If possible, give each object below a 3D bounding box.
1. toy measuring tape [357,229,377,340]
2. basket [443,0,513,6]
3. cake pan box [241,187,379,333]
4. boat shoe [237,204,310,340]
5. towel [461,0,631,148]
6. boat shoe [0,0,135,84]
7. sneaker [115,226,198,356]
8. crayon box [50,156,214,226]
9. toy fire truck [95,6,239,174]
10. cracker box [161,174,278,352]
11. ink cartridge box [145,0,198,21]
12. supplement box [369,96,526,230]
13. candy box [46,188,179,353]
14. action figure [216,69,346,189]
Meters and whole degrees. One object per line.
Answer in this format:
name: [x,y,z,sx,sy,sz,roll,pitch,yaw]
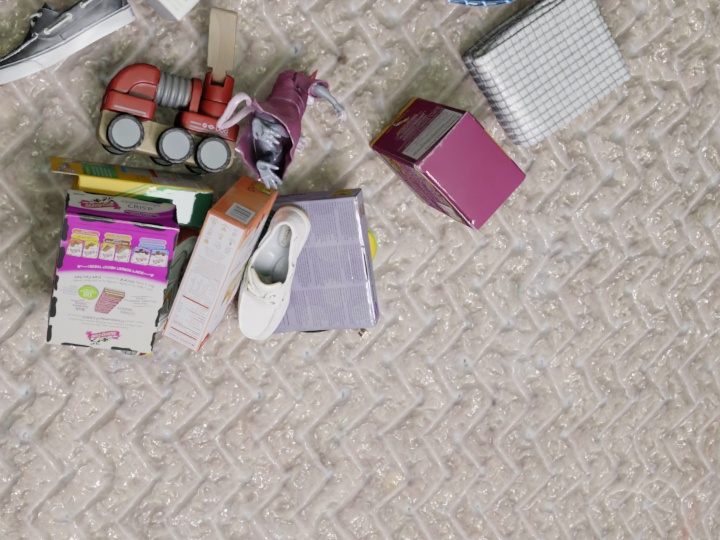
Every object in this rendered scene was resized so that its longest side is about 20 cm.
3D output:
toy measuring tape: [0.000,0.000,1.489,0.073,0.074,0.201,-23,110,-11]
basket: [0.159,-0.418,1.357,0.175,0.200,0.140,0,104,-17]
cake pan box: [-0.075,-0.007,1.432,0.183,0.052,0.201,-5,107,15]
boat shoe: [-0.126,0.011,1.384,0.071,0.069,0.201,20,111,4]
towel: [0.265,-0.298,1.490,0.200,0.086,0.166,-36,110,-4]
boat shoe: [-0.381,-0.298,1.286,0.199,0.072,0.068,-31,113,-11]
sneaker: [-0.275,0.029,1.411,0.082,0.078,0.200,27,104,-26]
crayon box: [-0.299,-0.102,1.335,0.199,0.126,0.052,7,102,-19]
toy fire truck: [-0.233,-0.237,1.333,0.175,0.129,0.201,12,88,-20]
cracker box: [-0.182,-0.010,1.351,0.057,0.134,0.201,27,119,0]
ink cartridge box: [-0.215,-0.428,1.265,0.200,0.145,0.147,-47,112,-2]
supplement box: [0.114,-0.151,1.415,0.103,0.200,0.131,-46,113,-1]
candy box: [-0.311,0.005,1.288,0.136,0.061,0.201,8,124,-19]
action figure: [-0.108,-0.206,1.358,0.149,0.201,0.134,33,135,-19]
